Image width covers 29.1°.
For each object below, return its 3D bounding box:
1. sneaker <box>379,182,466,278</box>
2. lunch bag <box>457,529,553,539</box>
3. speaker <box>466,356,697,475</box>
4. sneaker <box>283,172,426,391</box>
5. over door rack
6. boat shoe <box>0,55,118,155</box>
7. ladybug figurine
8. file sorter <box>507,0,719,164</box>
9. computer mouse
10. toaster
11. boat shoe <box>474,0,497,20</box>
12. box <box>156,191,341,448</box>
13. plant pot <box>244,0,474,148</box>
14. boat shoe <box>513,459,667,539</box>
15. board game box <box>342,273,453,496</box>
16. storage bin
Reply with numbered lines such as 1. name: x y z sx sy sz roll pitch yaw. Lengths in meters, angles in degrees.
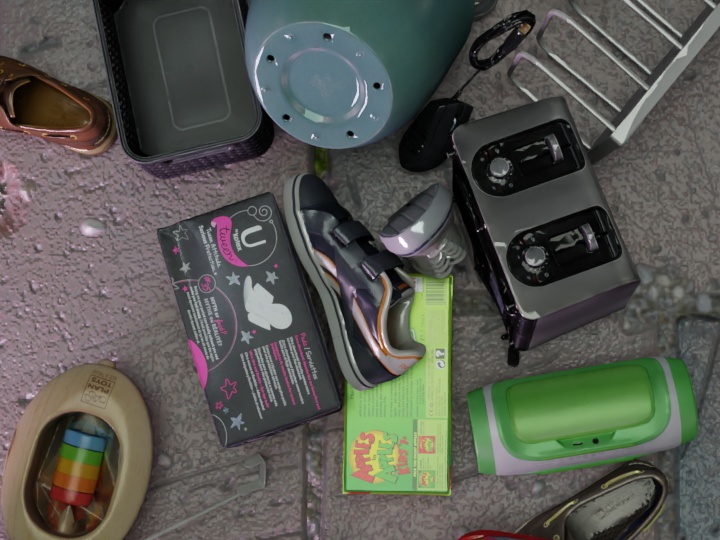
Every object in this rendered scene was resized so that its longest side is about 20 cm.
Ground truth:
1. sneaker: 0.065 -0.031 1.228 0.073 0.200 0.071 -40 93 8
2. lunch bag: 0.153 0.334 1.216 0.174 0.082 0.202 7 110 6
3. speaker: 0.199 0.132 1.259 0.197 0.088 0.090 -9 84 3
4. sneaker: 0.000 0.000 1.235 0.079 0.078 0.202 -21 90 27
5. over door rack: -0.133 0.279 1.241 0.199 0.067 0.148 -32 46 -14
6. boat shoe: -0.329 -0.168 1.329 0.198 0.068 0.073 18 86 5
7. ladybug figurine: -0.257 0.181 1.290 0.134 0.072 0.202 18 86 4
8. file sorter: 0.240 -0.219 1.257 0.124 0.139 0.201 39 88 2
9. computer mouse: 0.098 -0.156 1.262 0.200 0.058 0.034 -52 52 38
10. toaster: 0.156 -0.032 1.234 0.117 0.200 0.183 -19 76 -1
11. boat shoe: 0.032 -0.267 1.313 0.198 0.072 0.071 -3 84 3
12. box: -0.096 0.048 1.262 0.113 0.132 0.202 -17 84 -2
13. plant pot: -0.011 -0.203 1.218 0.198 0.202 0.162 16 43 5
14. boat shoe: 0.195 0.244 1.261 0.199 0.060 0.072 -36 84 0
15. board game box: 0.036 0.105 1.291 0.100 0.048 0.203 0 84 5
16. storage bin: -0.167 -0.200 1.310 0.134 0.094 0.203 -13 85 2
